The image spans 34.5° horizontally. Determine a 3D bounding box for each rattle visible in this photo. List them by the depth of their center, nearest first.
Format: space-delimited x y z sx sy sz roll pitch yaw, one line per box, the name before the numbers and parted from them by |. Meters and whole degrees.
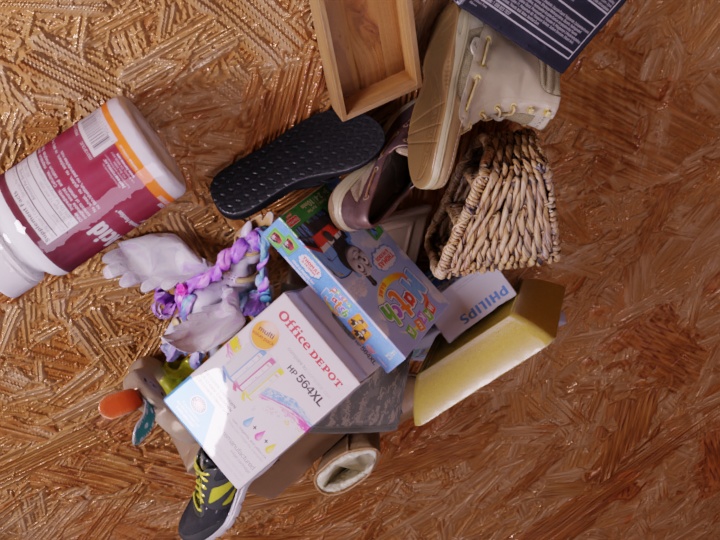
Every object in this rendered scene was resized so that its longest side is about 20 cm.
rattle | -0.206 0.128 1.358 0.142 0.131 0.200 -25 163 9

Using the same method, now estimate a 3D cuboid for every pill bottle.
pill bottle | -0.279 -0.068 1.117 0.200 0.114 0.114 -34 144 2

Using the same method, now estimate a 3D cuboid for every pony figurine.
pony figurine | -0.172 0.028 1.295 0.193 0.167 0.200 -29 156 -30

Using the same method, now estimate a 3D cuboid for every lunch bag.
lunch bag | -0.014 0.110 1.414 0.199 0.117 0.165 11 92 -46

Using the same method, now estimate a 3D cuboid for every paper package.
paper package | -0.128 0.192 1.534 0.191 0.104 0.200 -44 142 12

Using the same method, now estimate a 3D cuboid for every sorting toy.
sorting toy | -0.012 -0.004 1.459 0.184 0.037 0.200 -14 144 -24

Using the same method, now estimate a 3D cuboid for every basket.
basket | 0.141 -0.086 1.345 0.148 0.200 0.144 -9 105 3

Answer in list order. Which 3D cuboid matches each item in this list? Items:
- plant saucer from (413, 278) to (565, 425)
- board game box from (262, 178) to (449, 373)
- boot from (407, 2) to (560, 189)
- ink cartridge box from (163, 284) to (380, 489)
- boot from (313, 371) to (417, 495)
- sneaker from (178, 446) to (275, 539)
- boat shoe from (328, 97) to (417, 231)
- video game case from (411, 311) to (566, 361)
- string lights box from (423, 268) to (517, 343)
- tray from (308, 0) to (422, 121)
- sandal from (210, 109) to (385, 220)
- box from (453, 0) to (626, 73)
plant saucer | 0.147 0.084 1.394 0.200 0.049 0.200 -35 -173 21
board game box | 0.000 0.000 1.284 0.037 0.200 0.151 -40 -178 32
boot | 0.136 -0.168 1.244 0.155 0.201 0.073 16 167 -28
ink cartridge box | -0.085 0.114 1.251 0.200 0.129 0.125 -42 176 7
boot | 0.020 0.227 1.615 0.175 0.066 0.200 -38 -175 8
sneaker | -0.178 0.250 1.426 0.084 0.074 0.200 22 107 -42
boat shoe | 0.049 -0.118 1.276 0.200 0.072 0.072 -48 121 -25
video game case | 0.162 0.091 1.639 0.199 0.022 0.182 9 151 -42
string lights box | 0.127 0.022 1.463 0.103 0.059 0.200 -36 -173 3
tray | 0.004 -0.251 1.182 0.098 0.037 0.200 -25 144 -10
sandal | -0.068 -0.116 1.265 0.200 0.076 0.048 -23 165 0
box | 0.188 -0.334 1.148 0.198 0.123 0.200 -47 143 20
